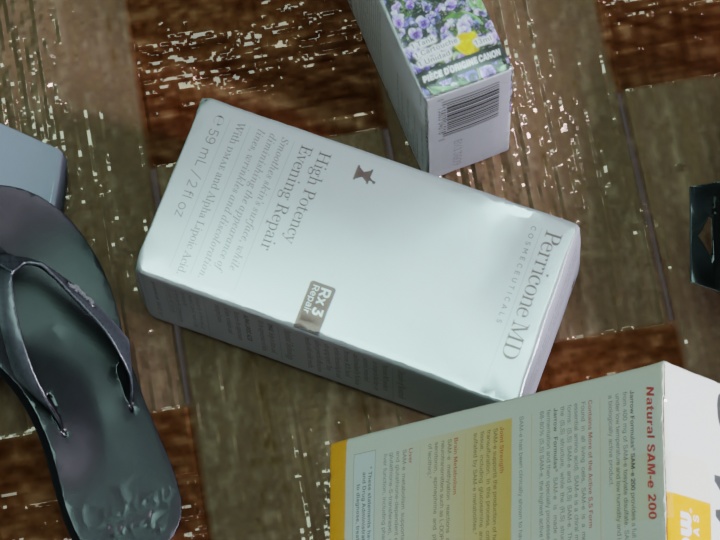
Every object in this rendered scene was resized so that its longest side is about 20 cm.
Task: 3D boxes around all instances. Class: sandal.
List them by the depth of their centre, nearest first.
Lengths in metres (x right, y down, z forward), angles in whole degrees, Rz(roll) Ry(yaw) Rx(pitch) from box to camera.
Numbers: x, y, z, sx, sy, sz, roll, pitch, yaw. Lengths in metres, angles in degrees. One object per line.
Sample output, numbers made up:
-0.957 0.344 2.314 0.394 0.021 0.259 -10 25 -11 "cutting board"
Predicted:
-0.140 0.044 1.425 0.076 0.043 0.201 -28 86 -18 "sandal"

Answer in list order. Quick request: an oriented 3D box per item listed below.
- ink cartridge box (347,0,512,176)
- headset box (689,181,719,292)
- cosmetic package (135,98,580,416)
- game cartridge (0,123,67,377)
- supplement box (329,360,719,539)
0.017 -0.157 1.480 0.050 0.109 0.201 -20 72 -6 "ink cartridge box"
0.259 -0.014 1.443 0.199 0.077 0.150 2 71 0 "headset box"
0.000 0.000 1.446 0.199 0.074 0.102 18 73 9 "cosmetic package"
-0.231 0.011 1.467 0.133 0.041 0.201 23 73 13 "game cartridge"
0.081 0.127 1.344 0.199 0.073 0.127 -15 65 39 "supplement box"
